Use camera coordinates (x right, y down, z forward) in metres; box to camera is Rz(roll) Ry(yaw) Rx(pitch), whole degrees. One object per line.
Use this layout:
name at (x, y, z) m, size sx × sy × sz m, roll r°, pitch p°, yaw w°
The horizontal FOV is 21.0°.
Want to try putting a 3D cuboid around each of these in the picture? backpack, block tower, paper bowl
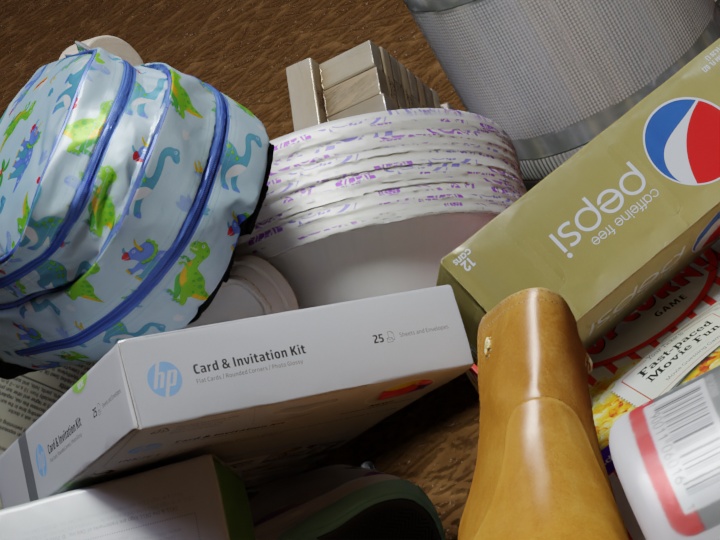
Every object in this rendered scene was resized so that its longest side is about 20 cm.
backpack at (-0.127, -0.031, 0.956) m, size 0.199 × 0.154 × 0.164 m, roll 8°, pitch 65°, yaw 47°
block tower at (0.034, -0.068, 1.149) m, size 0.057 × 0.200 × 0.054 m, roll -23°, pitch 62°, yaw 25°
paper bowl at (0.000, 0.000, 1.065) m, size 0.199 × 0.105 × 0.201 m, roll -13°, pitch -17°, yaw -4°

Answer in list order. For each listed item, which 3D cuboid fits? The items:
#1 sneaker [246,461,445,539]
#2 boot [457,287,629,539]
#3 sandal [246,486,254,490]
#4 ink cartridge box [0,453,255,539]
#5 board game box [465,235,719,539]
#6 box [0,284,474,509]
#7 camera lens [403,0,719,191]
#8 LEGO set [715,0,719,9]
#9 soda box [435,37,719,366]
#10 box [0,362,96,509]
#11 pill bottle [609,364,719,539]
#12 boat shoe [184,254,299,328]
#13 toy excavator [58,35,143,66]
sneaker at (-0.059, 0.161, 0.930) m, size 0.199 × 0.078 × 0.140 m, roll -32°, pitch 15°, yaw -9°
boot at (0.068, 0.076, 0.747) m, size 0.070 × 0.145 × 0.201 m, roll 2°, pitch -14°, yaw -3°
sandal at (-0.088, 0.112, 1.086) m, size 0.076 × 0.043 × 0.200 m, roll -44°, pitch 13°, yaw 21°
ink cartridge box at (-0.085, 0.188, 0.810) m, size 0.103 × 0.202 × 0.059 m, roll -15°, pitch -19°, yaw 6°
board game box at (0.144, 0.042, 0.925) m, size 0.151 × 0.046 × 0.200 m, roll -34°, pitch 21°, yaw -5°
box at (-0.063, 0.066, 0.865) m, size 0.155 × 0.042 × 0.200 m, roll -9°, pitch -14°, yaw -27°
camera lens at (0.126, -0.142, 1.142) m, size 0.159 × 0.201 × 0.160 m, roll -28°, pitch 21°, yaw 12°
LEGO set at (0.143, -0.192, 1.267) m, size 0.153 × 0.200 × 0.116 m, roll 23°, pitch 73°, yaw 46°
soda box at (0.127, -0.028, 0.913) m, size 0.200 × 0.064 × 0.068 m, roll -39°, pitch -17°, yaw -16°
box at (-0.215, 0.082, 1.125) m, size 0.109 × 0.127 × 0.201 m, roll 16°, pitch 81°, yaw 64°
pill bottle at (0.202, 0.062, 0.705) m, size 0.199 × 0.114 × 0.114 m, roll -28°, pitch 21°, yaw 11°
boat shoe at (-0.107, 0.075, 0.991) m, size 0.200 × 0.071 × 0.069 m, roll -49°, pitch -12°, yaw 24°
toy excavator at (-0.182, -0.035, 1.345) m, size 0.099 × 0.201 × 0.195 m, roll -6°, pitch 33°, yaw 48°
